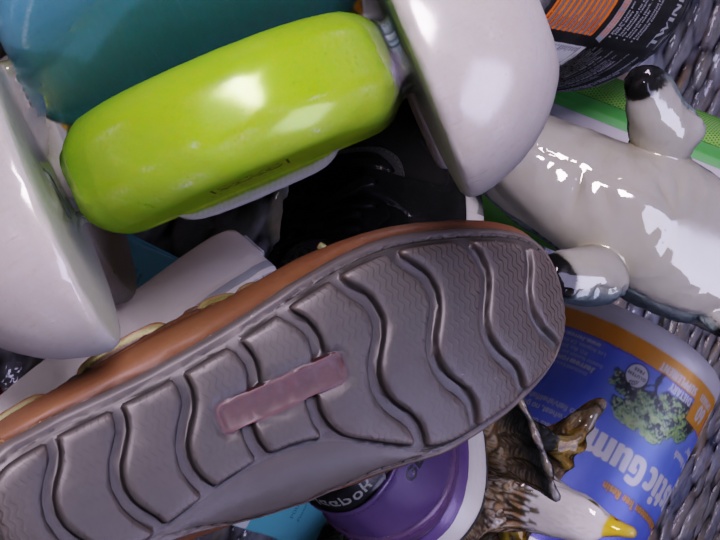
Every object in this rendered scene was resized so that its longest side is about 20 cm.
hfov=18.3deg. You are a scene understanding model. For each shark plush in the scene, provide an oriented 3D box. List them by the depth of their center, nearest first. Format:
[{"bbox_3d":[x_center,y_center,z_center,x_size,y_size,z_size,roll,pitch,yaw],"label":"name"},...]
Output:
[{"bbox_3d":[0.121,-0.016,0.862,0.199,0.083,0.091,19,84,-32],"label":"shark plush"}]

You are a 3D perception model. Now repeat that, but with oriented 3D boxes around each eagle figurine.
[{"bbox_3d":[0.044,0.090,0.948,0.200,0.150,0.153,2,72,-64],"label":"eagle figurine"}]

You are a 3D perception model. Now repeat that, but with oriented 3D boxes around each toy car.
[{"bbox_3d":[-0.048,-0.074,0.630,0.200,0.174,0.151,-107,174,-82],"label":"toy car"}]

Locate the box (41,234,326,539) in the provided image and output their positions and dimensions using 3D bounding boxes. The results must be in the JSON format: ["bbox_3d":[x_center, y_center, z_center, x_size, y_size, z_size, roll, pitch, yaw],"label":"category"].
[{"bbox_3d":[-0.055,0.051,0.862,0.083,0.049,0.200,-65,157,-4],"label":"box"}]

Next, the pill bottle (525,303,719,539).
[{"bbox_3d":[0.101,0.122,1.189,0.201,0.112,0.112,-62,157,-12],"label":"pill bottle"}]

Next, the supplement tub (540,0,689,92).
[{"bbox_3d":[0.042,-0.129,0.811,0.200,0.122,0.123,-2,114,-65],"label":"supplement tub"}]

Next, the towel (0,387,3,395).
[{"bbox_3d":[-0.155,0.129,0.755,0.144,0.023,0.201,-50,152,-35],"label":"towel"}]

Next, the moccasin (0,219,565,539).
[{"bbox_3d":[-0.030,0.039,0.656,0.201,0.078,0.074,-29,103,-20],"label":"moccasin"}]

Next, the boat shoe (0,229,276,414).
[{"bbox_3d":[-0.088,0.070,0.697,0.200,0.069,0.072,-40,172,-33],"label":"boat shoe"}]

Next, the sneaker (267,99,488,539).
[{"bbox_3d":[0.000,0.000,0.816,0.088,0.075,0.201,41,35,-53],"label":"sneaker"}]

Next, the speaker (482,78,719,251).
[{"bbox_3d":[0.120,-0.036,0.965,0.088,0.199,0.089,-47,150,-37],"label":"speaker"}]
